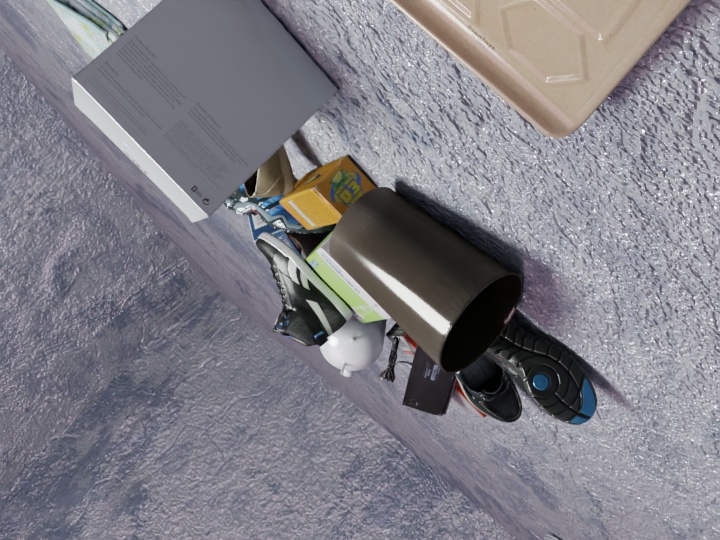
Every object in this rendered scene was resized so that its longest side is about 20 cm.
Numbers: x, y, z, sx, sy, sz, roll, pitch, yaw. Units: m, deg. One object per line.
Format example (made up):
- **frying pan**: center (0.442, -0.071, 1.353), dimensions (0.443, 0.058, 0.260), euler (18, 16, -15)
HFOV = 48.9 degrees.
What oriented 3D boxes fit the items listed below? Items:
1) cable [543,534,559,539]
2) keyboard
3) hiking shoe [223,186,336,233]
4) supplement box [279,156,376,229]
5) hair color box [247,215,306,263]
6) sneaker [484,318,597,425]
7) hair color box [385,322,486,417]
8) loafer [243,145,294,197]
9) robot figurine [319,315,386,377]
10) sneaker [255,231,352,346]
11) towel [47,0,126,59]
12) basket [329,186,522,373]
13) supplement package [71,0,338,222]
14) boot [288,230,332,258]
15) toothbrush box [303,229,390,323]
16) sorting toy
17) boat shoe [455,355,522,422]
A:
- **cable**: center (0.564, 0.797, 2.121), dimensions (0.200, 0.069, 0.200), euler (26, 159, 52)
- **keyboard**: center (0.099, 0.154, 1.295), dimensions (0.127, 0.021, 0.200), euler (17, 129, 8)
- **hiking shoe**: center (-0.128, -0.116, 1.261), dimensions (0.200, 0.087, 0.074), euler (18, -162, 16)
- **supplement box**: center (-0.049, -0.103, 1.088), dimensions (0.069, 0.067, 0.200), euler (46, 168, -11)
- **hair color box**: center (-0.140, -0.047, 1.468), dimensions (0.200, 0.060, 0.100), euler (60, -170, -54)
- **sneaker**: center (0.218, 0.113, 1.004), dimensions (0.200, 0.073, 0.082), euler (45, -175, 20)
- **hair color box**: center (0.144, 0.159, 1.358), dimensions (0.200, 0.061, 0.101), euler (45, 167, -10)
- **loafer**: center (-0.143, -0.179, 1.053), dimensions (0.076, 0.067, 0.200), euler (26, 143, 49)
- **robot figurine**: center (-0.012, 0.102, 1.400), dimensions (0.113, 0.170, 0.200), euler (6, -155, 4)
- **sneaker**: center (-0.119, 0.040, 1.271), dimensions (0.200, 0.112, 0.073), euler (44, 168, 2)
- **towel**: center (-0.459, -0.407, 1.390), dimensions (0.200, 0.048, 0.171), euler (39, 166, 20)
- **basket**: center (0.069, 0.002, 0.930), dimensions (0.200, 0.136, 0.180), euler (41, 173, 24)
- **supplement package**: center (-0.174, -0.191, 0.875), dimensions (0.191, 0.200, 0.147), euler (47, 167, -14)
- **boot**: center (-0.074, -0.051, 1.366), dimensions (0.200, 0.074, 0.075), euler (50, -175, -12)
- **toothbrush box**: center (0.000, 0.000, 1.222), dimensions (0.146, 0.086, 0.200), euler (45, 168, -4)
- **sorting toy**: center (0.095, -0.185, 0.470), dimensions (0.185, 0.036, 0.200), euler (42, 163, 5)
- **boat shoe**: center (0.190, 0.164, 1.205), dimensions (0.200, 0.074, 0.066), euler (57, 176, -16)
